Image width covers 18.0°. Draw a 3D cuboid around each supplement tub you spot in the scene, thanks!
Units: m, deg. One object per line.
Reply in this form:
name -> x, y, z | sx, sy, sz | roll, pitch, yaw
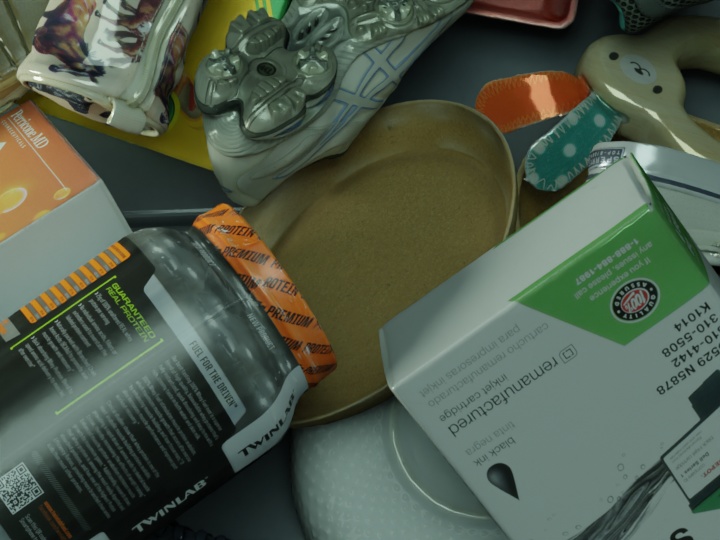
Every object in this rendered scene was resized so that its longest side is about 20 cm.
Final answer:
supplement tub -> -0.117, 0.063, 1.058 | 0.200, 0.123, 0.123 | -35, 75, -8

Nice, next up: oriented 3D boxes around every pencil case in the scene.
pencil case -> -0.098, -0.160, 1.126 | 0.078, 0.089, 0.201 | 30, 76, -31

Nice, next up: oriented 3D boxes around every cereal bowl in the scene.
cereal bowl -> 0.060, 0.088, 1.152 | 0.199, 0.083, 0.201 | -1, 72, 2

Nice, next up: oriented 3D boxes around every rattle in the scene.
rattle -> 0.177, -0.108, 1.155 | 0.199, 0.143, 0.131 | 10, 65, -22

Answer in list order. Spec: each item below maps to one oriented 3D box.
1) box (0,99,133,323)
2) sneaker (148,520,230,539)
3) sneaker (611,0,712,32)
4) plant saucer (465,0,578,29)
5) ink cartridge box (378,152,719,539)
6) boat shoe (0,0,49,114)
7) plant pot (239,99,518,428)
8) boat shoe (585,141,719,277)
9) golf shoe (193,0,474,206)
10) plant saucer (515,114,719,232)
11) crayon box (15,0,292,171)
box -> -0.211, 0.022, 1.142 | 0.200, 0.098, 0.124 | -33, 33, -10
sneaker -> -0.095, 0.121, 1.133 | 0.201, 0.077, 0.147 | -13, 71, 12
sneaker -> 0.151, -0.186, 1.203 | 0.091, 0.200, 0.078 | -29, 113, 11
plant saucer -> 0.037, -0.235, 1.281 | 0.199, 0.037, 0.201 | 10, 73, 4
ink cartridge box -> 0.125, 0.073, 1.045 | 0.146, 0.084, 0.200 | -36, 107, 9
boat shoe -> -0.220, -0.099, 1.187 | 0.200, 0.063, 0.073 | -36, 75, 3
plant pot -> 0.000, 0.000, 1.158 | 0.199, 0.027, 0.201 | -25, 40, 23
boat shoe -> 0.195, -0.006, 1.119 | 0.199, 0.071, 0.070 | 15, 80, -27
golf shoe -> -0.011, -0.110, 1.190 | 0.078, 0.097, 0.200 | 38, 56, 24
plant saucer -> 0.167, -0.001, 1.170 | 0.199, 0.036, 0.201 | 11, 47, -12
crayon box -> -0.129, -0.162, 1.221 | 0.199, 0.058, 0.173 | 19, 92, 8
